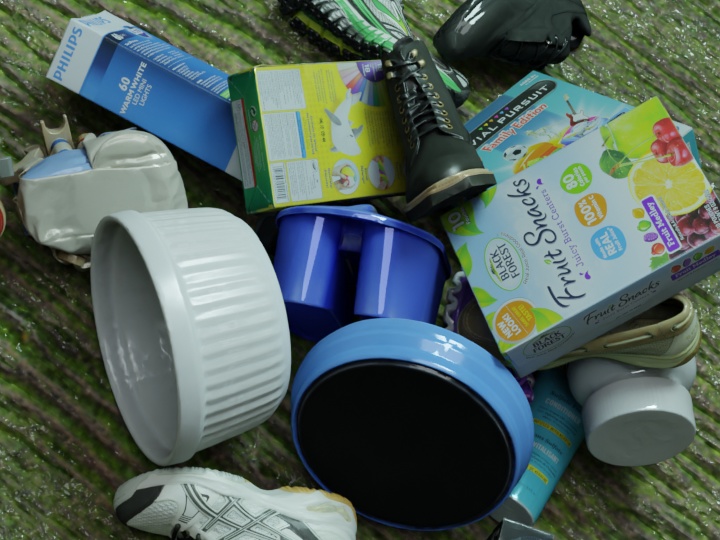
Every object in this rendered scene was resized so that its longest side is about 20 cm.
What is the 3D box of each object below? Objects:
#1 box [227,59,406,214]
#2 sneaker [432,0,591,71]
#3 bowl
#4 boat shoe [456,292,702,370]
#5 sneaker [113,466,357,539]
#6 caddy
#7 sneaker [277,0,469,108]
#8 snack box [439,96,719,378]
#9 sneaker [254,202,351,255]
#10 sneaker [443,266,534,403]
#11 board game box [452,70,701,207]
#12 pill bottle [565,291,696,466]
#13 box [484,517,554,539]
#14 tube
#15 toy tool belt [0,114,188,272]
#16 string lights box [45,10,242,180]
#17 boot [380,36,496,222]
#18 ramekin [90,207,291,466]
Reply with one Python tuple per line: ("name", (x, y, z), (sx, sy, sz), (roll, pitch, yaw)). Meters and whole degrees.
("box", (-0.013, -0.116, 1.383), (0.198, 0.048, 0.119), (-8, 90, -37))
("sneaker", (0.148, -0.224, 1.509), (0.199, 0.076, 0.091), (-29, 84, -40))
("bowl", (0.037, 0.128, 1.299), (0.199, 0.202, 0.040), (22, 41, 0))
("boat shoe", (0.169, 0.038, 1.311), (0.198, 0.063, 0.074), (5, 64, 22))
("sneaker", (-0.101, 0.213, 1.305), (0.197, 0.076, 0.089), (9, 63, -6))
("caddy", (0.000, 0.000, 1.350), (0.139, 0.200, 0.106), (10, 77, 10))
("sneaker", (0.023, -0.222, 1.505), (0.199, 0.078, 0.085), (40, 66, 8))
("snack box", (0.178, -0.027, 1.282), (0.198, 0.053, 0.143), (-29, 54, 8))
("sneaker", (-0.042, -0.093, 1.453), (0.087, 0.075, 0.200), (36, 55, 16))
("sneaker", (0.110, 0.079, 1.383), (0.087, 0.081, 0.202), (5, 68, 27))
("board game box", (0.171, -0.094, 1.433), (0.151, 0.047, 0.199), (-38, 39, -21))
("pill bottle", (0.225, 0.055, 1.389), (0.108, 0.110, 0.202), (4, 53, -9))
("box", (0.087, 0.307, 1.257), (0.043, 0.161, 0.202), (18, 65, -1))
("tube", (0.166, 0.128, 1.410), (0.077, 0.050, 0.201), (35, 58, -5))
("toy tool belt", (-0.247, -0.065, 1.388), (0.197, 0.123, 0.127), (-11, 107, -9))
("string lights box", (-0.160, -0.153, 1.425), (0.198, 0.103, 0.059), (27, 105, 2))
("boot", (0.048, -0.119, 1.311), (0.077, 0.200, 0.140), (-22, 95, 2))
("ramekin", (-0.134, 0.045, 1.309), (0.104, 0.200, 0.202), (-12, 70, -24))
